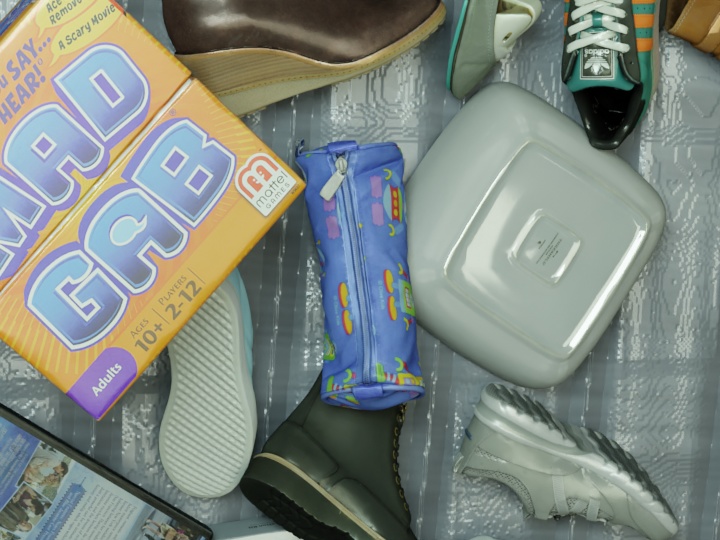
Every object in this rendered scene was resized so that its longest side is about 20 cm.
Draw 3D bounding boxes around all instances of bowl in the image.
[{"bbox_3d":[0.129,-0.020,1.259,0.199,0.075,0.201,34,90,-18],"label":"bowl"}]

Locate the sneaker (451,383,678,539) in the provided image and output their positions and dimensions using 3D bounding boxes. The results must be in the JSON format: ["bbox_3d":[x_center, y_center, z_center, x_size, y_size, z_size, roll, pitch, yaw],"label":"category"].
[{"bbox_3d":[0.162,0.167,1.310,0.199,0.075,0.082,31,104,-12],"label":"sneaker"}]

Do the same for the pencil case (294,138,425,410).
[{"bbox_3d":[0.000,0.000,1.193,0.077,0.087,0.202,-8,82,11],"label":"pencil case"}]

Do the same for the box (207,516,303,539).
[{"bbox_3d":[-0.080,0.293,1.267,0.154,0.041,0.202,-6,102,-15],"label":"box"}]

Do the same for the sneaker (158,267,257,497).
[{"bbox_3d":[-0.106,0.072,1.209,0.073,0.082,0.201,9,122,3],"label":"sneaker"}]

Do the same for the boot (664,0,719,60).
[{"bbox_3d":[0.307,-0.166,1.276,0.154,0.077,0.202,11,90,-25],"label":"boot"}]

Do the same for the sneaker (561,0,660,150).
[{"bbox_3d":[0.181,-0.177,1.198,0.071,0.080,0.201,3,135,22],"label":"sneaker"}]

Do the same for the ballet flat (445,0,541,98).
[{"bbox_3d":[0.105,-0.209,1.189,0.063,0.067,0.201,15,123,13],"label":"ballet flat"}]

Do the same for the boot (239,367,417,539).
[{"bbox_3d":[0.025,0.160,1.236,0.200,0.077,0.139,41,60,-14],"label":"boot"}]

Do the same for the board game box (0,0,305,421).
[{"bbox_3d":[-0.191,-0.059,1.092,0.200,0.200,0.200,42,86,-17],"label":"board game box"}]

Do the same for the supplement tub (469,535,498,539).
[{"bbox_3d":[0.158,0.302,1.290,0.199,0.132,0.133,25,92,-18],"label":"supplement tub"}]

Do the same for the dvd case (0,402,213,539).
[{"bbox_3d":[-0.221,0.198,1.173,0.199,0.018,0.143,35,87,-22],"label":"dvd case"}]

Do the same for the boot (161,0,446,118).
[{"bbox_3d":[-0.049,-0.213,1.174,0.199,0.072,0.168,-22,106,-8],"label":"boot"}]

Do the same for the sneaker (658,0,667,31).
[{"bbox_3d":[0.225,-0.277,1.247,0.090,0.076,0.202,-10,106,-25],"label":"sneaker"}]
